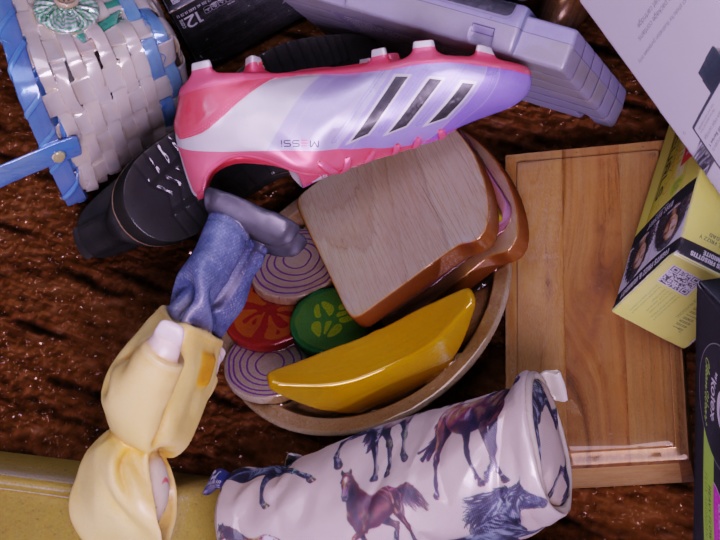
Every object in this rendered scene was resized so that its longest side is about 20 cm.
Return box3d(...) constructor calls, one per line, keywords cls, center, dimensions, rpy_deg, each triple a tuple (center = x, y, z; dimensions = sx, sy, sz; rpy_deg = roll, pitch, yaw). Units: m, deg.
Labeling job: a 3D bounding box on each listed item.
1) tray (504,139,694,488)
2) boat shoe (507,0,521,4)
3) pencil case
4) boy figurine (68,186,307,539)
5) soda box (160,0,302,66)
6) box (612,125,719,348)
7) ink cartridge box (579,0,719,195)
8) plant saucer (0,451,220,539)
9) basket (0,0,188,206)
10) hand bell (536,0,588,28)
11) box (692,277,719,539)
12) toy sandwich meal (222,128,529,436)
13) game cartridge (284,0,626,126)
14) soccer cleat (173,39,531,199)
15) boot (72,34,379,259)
box3d(cls="tray", center=(0.132, 0.022, 0.949), dimensions=(0.098, 0.037, 0.201), rpy_deg=(-5, 61, 13))
box3d(cls="boat shoe", center=(0.091, -0.237, 1.079), dimensions=(0.060, 0.076, 0.200), rpy_deg=(-20, 32, 33))
box3d(cls="pencil case", center=(0.018, 0.114, 0.880), dimensions=(0.199, 0.078, 0.090), rpy_deg=(-20, 47, 19))
box3d(cls="boy figurine", center=(-0.097, 0.056, 0.900), dimensions=(0.064, 0.124, 0.201), rpy_deg=(21, 79, 8))
box3d(cls="soda box", center=(-0.040, -0.217, 1.110), dimensions=(0.199, 0.071, 0.063), rpy_deg=(-28, 59, -1))
box3d(cls="box", center=(0.199, -0.059, 0.929), dimensions=(0.050, 0.075, 0.201), rpy_deg=(27, 57, -6))
box3d(cls="ink cartridge box", center=(0.234, -0.105, 0.869), dimensions=(0.146, 0.084, 0.200), rpy_deg=(-21, 69, -32))
box3d(cls="plant saucer", center=(-0.186, 0.190, 0.935), dimensions=(0.199, 0.049, 0.201), rpy_deg=(4, 62, 18))
box3d(cls="basket", center=(-0.217, -0.126, 1.066), dimensions=(0.199, 0.139, 0.177), rpy_deg=(-26, 51, -5))
box3d(cls="hand bell", center=(0.165, -0.227, 1.066), dimensions=(0.104, 0.104, 0.200), rpy_deg=(31, 86, 28))
box3d(cls="box", center=(0.265, 0.078, 0.762), dimensions=(0.199, 0.149, 0.124), rpy_deg=(-8, 23, -8))
box3d(cls="toy sandwich meal", center=(0.000, 0.000, 0.959), dimensions=(0.204, 0.070, 0.206), rpy_deg=(-14, 52, 18))
box3d(cls="game cartridge", center=(0.053, -0.142, 1.009), dimensions=(0.199, 0.130, 0.039), rpy_deg=(20, 83, 24))
box3d(cls="soccer cleat", center=(-0.004, -0.083, 0.931), dimensions=(0.199, 0.067, 0.077), rpy_deg=(-3, 89, 2))
box3d(cls="boot", center=(-0.085, -0.075, 1.035), dimensions=(0.199, 0.138, 0.078), rpy_deg=(-29, 95, -27))
